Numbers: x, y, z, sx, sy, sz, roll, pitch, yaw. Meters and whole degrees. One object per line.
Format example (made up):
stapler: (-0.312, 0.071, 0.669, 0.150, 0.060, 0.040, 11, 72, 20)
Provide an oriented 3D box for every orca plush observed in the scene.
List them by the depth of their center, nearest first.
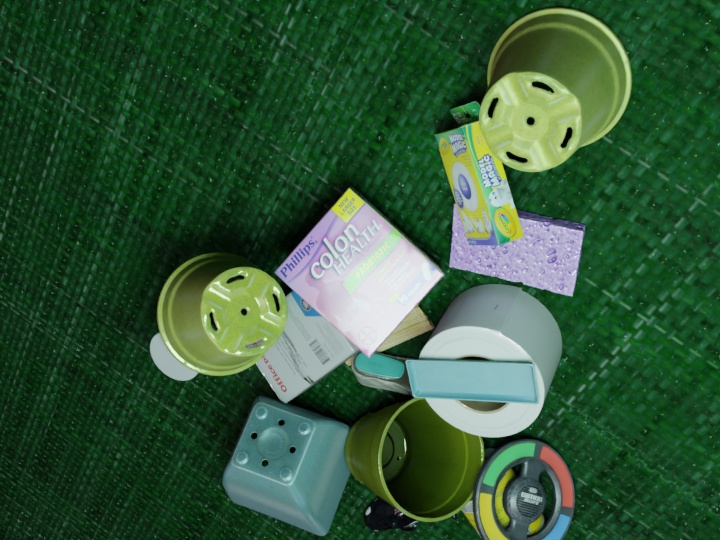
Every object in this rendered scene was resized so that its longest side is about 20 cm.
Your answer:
orca plush: (0.083, 0.461, 1.779, 0.199, 0.071, 0.106, -6, 115, 27)

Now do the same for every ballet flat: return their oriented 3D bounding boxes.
ballet flat: (0.081, 0.184, 1.639, 0.199, 0.068, 0.064, 14, 150, 14)

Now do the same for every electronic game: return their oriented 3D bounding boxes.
electronic game: (0.272, 0.379, 1.582, 0.200, 0.200, 0.042, 55, 157, -11)

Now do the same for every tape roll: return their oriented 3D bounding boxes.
tape roll: (0.204, 0.140, 1.502, 0.202, 0.139, 0.203, 12, 122, 19)

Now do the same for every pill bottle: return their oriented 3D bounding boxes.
pill bottle: (0.246, 0.417, 1.653, 0.114, 0.114, 0.200, -27, 104, 34)
pill bottle: (-0.270, 0.097, 1.658, 0.114, 0.200, 0.115, 11, 121, 19)

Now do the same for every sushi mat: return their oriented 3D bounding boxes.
sushi mat: (0.025, 0.095, 1.636, 0.200, 0.012, 0.096, -27, 104, 34)

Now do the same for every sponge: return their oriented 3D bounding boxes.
sponge: (0.234, -0.037, 1.455, 0.199, 0.030, 0.112, 14, 121, 17)

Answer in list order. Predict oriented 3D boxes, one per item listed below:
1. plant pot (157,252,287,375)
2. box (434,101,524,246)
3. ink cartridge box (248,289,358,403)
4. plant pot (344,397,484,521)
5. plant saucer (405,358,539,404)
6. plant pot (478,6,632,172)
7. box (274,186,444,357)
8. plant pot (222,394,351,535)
plant pot: (-0.199, 0.064, 1.477, 0.201, 0.200, 0.184, 52, 161, -9)
box: (0.164, -0.136, 1.365, 0.048, 0.117, 0.201, -18, 96, -14)
ink cartridge box: (-0.091, 0.113, 1.639, 0.200, 0.084, 0.145, -39, 82, 36)
plant pot: (0.072, 0.309, 1.617, 0.201, 0.200, 0.193, 55, 154, -12)
plant saucer: (0.167, 0.163, 1.435, 0.199, 0.019, 0.070, -1, 117, 24)
plant pot: (0.240, -0.221, 1.254, 0.200, 0.184, 0.201, 11, 122, 19)
box: (0.000, 0.000, 1.498, 0.200, 0.097, 0.176, 42, 96, -2)
plant pot: (-0.130, 0.324, 1.676, 0.196, 0.196, 0.200, 17, 159, 15)
